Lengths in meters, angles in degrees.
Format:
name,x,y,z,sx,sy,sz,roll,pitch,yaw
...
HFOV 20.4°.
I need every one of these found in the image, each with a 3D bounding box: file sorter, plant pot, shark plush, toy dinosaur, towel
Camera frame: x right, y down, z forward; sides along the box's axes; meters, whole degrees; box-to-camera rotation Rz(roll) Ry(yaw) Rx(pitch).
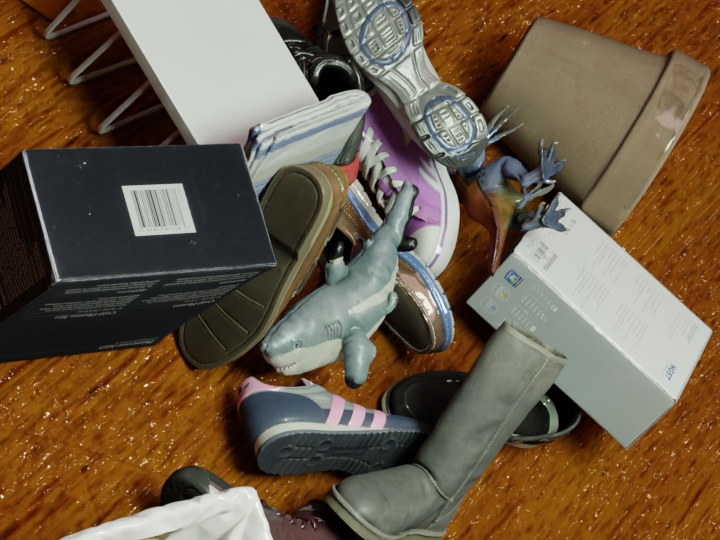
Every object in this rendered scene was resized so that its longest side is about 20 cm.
name,x,y,z,sx,sy,sz,roll,pitch,yaw
file sorter,-0.151,-0.158,1.660,0.139,0.124,0.201,-29,88,-43
plant pot,0.215,-0.155,1.936,0.174,0.200,0.201,32,49,-1
shark plush,-0.003,0.012,1.655,0.200,0.091,0.083,-47,129,-9
toy dinosaur,0.107,-0.085,1.811,0.200,0.181,0.106,-32,114,-38
towel,-0.079,-0.062,1.617,0.024,0.200,0.147,47,40,15

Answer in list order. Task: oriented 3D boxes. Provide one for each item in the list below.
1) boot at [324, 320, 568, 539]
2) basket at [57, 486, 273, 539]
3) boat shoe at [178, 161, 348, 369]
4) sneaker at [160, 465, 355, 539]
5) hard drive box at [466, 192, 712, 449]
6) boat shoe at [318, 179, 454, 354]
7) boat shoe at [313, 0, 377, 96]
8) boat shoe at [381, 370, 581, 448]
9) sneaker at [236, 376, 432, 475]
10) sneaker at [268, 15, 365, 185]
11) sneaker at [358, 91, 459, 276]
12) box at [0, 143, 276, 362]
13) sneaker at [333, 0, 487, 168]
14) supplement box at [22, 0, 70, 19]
name,x,y,z,sx,sy,sz,roll,pitch,yaw
boot,0.074,0.132,1.630,0.073,0.200,0.182,45,15,23
basket,-0.153,0.284,1.405,0.198,0.161,0.201,-12,76,-43
boat shoe,-0.071,0.000,1.612,0.072,0.200,0.068,45,23,15
sneaker,-0.072,0.205,1.584,0.200,0.075,0.116,52,40,-20
hard drive box,0.214,0.043,1.844,0.200,0.077,0.156,42,32,2
boat shoe,0.000,0.000,1.749,0.072,0.072,0.200,-33,81,-40
boat shoe,-0.010,-0.240,1.841,0.072,0.062,0.201,-1,50,8
boat shoe,0.109,0.120,1.778,0.201,0.063,0.074,7,66,-36
sneaker,-0.019,0.124,1.668,0.199,0.070,0.082,12,38,-45
sneaker,-0.044,-0.166,1.743,0.070,0.098,0.201,-3,47,-26
sneaker,0.020,-0.085,1.809,0.114,0.073,0.201,13,50,-30
box,-0.202,-0.012,1.503,0.199,0.182,0.105,-4,71,-41
sneaker,0.034,-0.174,1.767,0.074,0.087,0.201,-31,94,-10
supplement box,-0.228,-0.326,1.683,0.073,0.126,0.201,33,52,-21
